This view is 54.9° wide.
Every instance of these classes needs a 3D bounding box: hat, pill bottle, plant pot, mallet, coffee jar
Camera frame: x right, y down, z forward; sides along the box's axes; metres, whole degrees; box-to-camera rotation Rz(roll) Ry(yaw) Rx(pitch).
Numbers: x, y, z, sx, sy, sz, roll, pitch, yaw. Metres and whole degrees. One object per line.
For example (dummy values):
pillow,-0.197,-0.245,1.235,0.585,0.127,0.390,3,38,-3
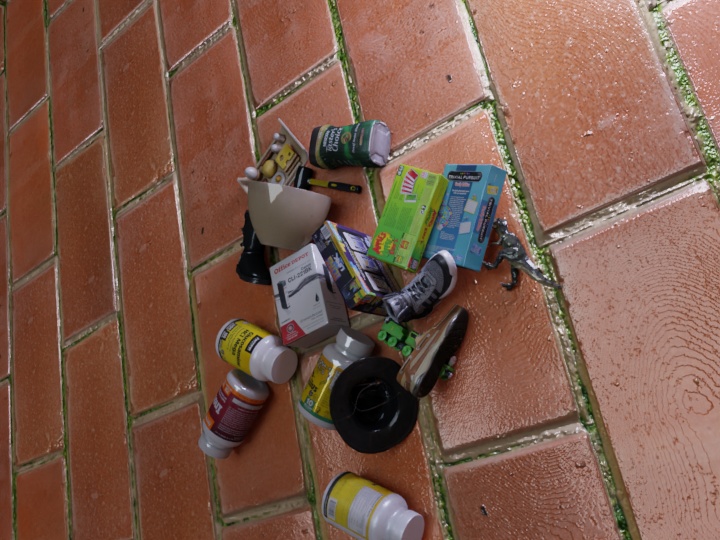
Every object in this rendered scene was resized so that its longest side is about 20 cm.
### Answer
hat,0.018,0.271,1.433,0.081,0.198,0.203,-167,92,-72
pill bottle,-0.247,0.196,1.663,0.199,0.112,0.114,19,92,39
plant pot,-0.175,-0.119,1.621,0.199,0.199,0.136,11,90,39
pill bottle,-0.312,0.350,1.680,0.113,0.112,0.202,37,103,37
pill bottle,-0.048,0.230,1.500,0.112,0.112,0.202,34,102,37
mallet,-0.079,-0.218,1.671,0.198,0.041,0.067,5,87,34
pill bottle,0.025,0.489,1.388,0.198,0.111,0.114,14,89,39
coffee jar,-0.031,-0.290,1.613,0.198,0.085,0.106,3,82,39

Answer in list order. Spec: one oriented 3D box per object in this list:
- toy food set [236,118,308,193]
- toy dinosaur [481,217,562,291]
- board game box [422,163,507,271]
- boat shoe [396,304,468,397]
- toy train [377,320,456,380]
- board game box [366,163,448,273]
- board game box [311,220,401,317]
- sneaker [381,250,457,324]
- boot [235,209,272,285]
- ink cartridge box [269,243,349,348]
toy food set,-0.229,-0.271,1.780,0.201,0.060,0.144,-52,54,18
toy dinosaur,0.290,-0.016,1.332,0.088,0.047,0.201,-43,61,15
board game box,0.204,-0.109,1.386,0.151,0.046,0.203,16,91,60
boat shoe,0.138,0.149,1.360,0.073,0.076,0.201,23,68,36
toy train,0.117,0.160,1.433,0.199,0.042,0.057,28,85,37
board game box,0.097,-0.106,1.416,0.101,0.047,0.202,19,89,32
board game box,0.000,0.000,1.476,0.057,0.165,0.201,-41,58,22
sneaker,0.112,0.044,1.370,0.076,0.113,0.201,54,144,22
boot,-0.256,-0.058,1.713,0.198,0.073,0.165,27,106,64
ink cartridge box,-0.121,0.059,1.611,0.143,0.083,0.202,-28,63,31
